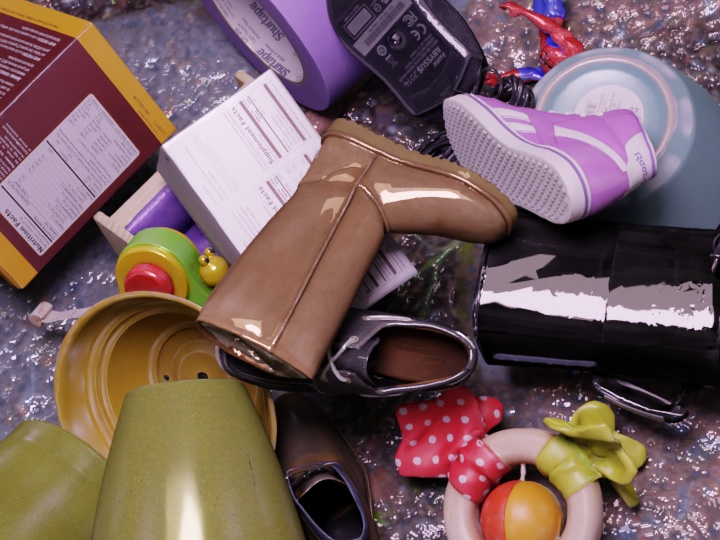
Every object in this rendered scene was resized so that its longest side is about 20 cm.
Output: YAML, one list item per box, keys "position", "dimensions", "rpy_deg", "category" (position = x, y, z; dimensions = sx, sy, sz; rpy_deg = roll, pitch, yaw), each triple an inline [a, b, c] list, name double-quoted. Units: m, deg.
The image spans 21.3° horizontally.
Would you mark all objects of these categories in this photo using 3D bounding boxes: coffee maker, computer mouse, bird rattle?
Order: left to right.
- position: [0.051, -0.180, 1.600]
  dimensions: [0.138, 0.053, 0.200]
  rpy_deg: [-40, 87, 35]
  category: "computer mouse"
- position: [0.119, 0.169, 1.488]
  dimensions: [0.200, 0.113, 0.163]
  rpy_deg: [0, 77, 17]
  category: "bird rattle"
- position: [0.194, 0.011, 1.484]
  dimensions: [0.200, 0.192, 0.135]
  rpy_deg: [6, 44, 16]
  category: "coffee maker"

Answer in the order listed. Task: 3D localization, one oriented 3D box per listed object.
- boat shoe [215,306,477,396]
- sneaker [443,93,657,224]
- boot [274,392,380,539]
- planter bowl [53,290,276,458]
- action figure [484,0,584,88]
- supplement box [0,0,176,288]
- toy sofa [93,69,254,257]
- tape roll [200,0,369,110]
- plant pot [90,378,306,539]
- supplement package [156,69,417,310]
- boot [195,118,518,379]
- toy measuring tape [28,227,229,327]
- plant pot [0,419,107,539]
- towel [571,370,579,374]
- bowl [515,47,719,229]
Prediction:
- position: [-0.010, 0.061, 1.460]
  dimensions: [0.200, 0.068, 0.072]
  rpy_deg: [3, 93, -6]
  category: "boat shoe"
- position: [0.154, -0.099, 1.502]
  dimensions: [0.114, 0.073, 0.200]
  rpy_deg: [-24, 35, -22]
  category: "sneaker"
- position: [-0.027, 0.163, 1.519]
  dimensions: [0.075, 0.097, 0.200]
  rpy_deg: [-19, 58, -9]
  category: "boot"
- position: [-0.145, 0.100, 1.570]
  dimensions: [0.200, 0.200, 0.083]
  rpy_deg: [11, 21, 19]
  category: "planter bowl"
- position: [0.146, -0.233, 1.718]
  dimensions: [0.099, 0.065, 0.200]
  rpy_deg: [0, 58, -13]
  category: "action figure"
- position: [-0.313, -0.120, 1.691]
  dimensions: [0.200, 0.133, 0.197]
  rpy_deg: [-48, 37, -15]
  category: "supplement box"
- position: [-0.128, -0.070, 1.688]
  dimensions: [0.098, 0.083, 0.200]
  rpy_deg: [36, 75, 28]
  category: "toy sofa"
- position: [-0.066, -0.244, 1.703]
  dimensions: [0.085, 0.200, 0.200]
  rpy_deg: [-43, 61, -13]
  category: "tape roll"
- position: [-0.124, 0.188, 1.448]
  dimensions: [0.187, 0.187, 0.200]
  rpy_deg: [-7, 78, 10]
  category: "plant pot"
- position: [-0.065, -0.043, 1.570]
  dimensions: [0.111, 0.156, 0.200]
  rpy_deg: [-35, 91, -8]
  category: "supplement package"
- position: [0.000, 0.000, 1.438]
  dimensions: [0.175, 0.066, 0.200]
  rpy_deg: [23, 65, 16]
  category: "boot"
- position: [-0.201, 0.004, 1.604]
  dimensions: [0.200, 0.074, 0.074]
  rpy_deg: [-8, 58, 26]
  category: "toy measuring tape"
- position: [-0.278, 0.227, 1.506]
  dimensions: [0.200, 0.200, 0.193]
  rpy_deg: [24, 57, 24]
  category: "plant pot"
- position: [0.226, -0.018, 1.609]
  dimensions: [0.145, 0.024, 0.200]
  rpy_deg: [-14, 59, 6]
  category: "towel"
- position: [0.207, -0.104, 1.578]
  dimensions: [0.201, 0.105, 0.201]
  rpy_deg: [-5, 69, 14]
  category: "bowl"
